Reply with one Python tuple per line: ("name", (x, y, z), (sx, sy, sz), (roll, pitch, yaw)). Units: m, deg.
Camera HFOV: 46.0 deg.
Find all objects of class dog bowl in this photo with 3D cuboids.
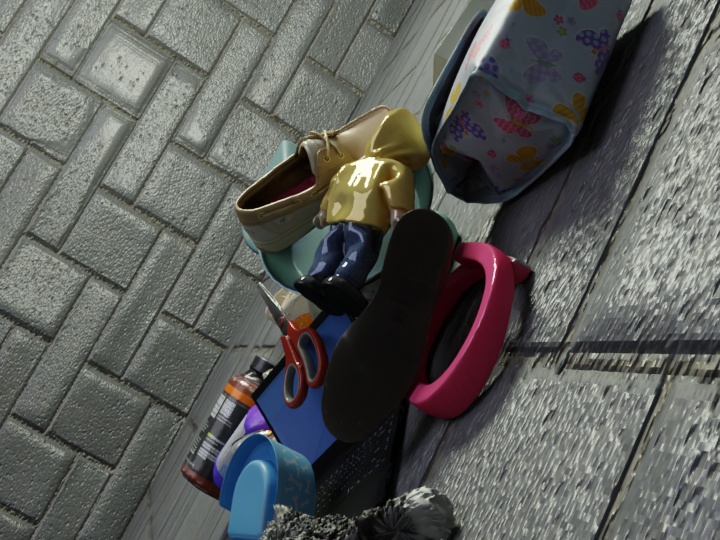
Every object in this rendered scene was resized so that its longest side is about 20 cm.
("dog bowl", (-0.088, 0.251, 0.755), (0.111, 0.049, 0.204), (-20, 58, 53))

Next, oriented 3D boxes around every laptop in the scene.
("laptop", (-0.048, 0.161, 0.795), (0.178, 0.102, 0.201), (-50, 12, 33))

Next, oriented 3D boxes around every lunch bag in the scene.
("lunch bag", (0.139, -0.170, 0.780), (0.172, 0.126, 0.200), (-63, 2, -20))

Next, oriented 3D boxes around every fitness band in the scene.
("fitness band", (0.078, 0.047, 0.709), (0.145, 0.037, 0.200), (-61, 9, -1))

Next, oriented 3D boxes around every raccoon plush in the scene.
("raccoon plush", (-0.004, 0.207, 0.634), (0.197, 0.098, 0.134), (-26, 8, 15))

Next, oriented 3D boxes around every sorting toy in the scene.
("sorting toy", (-0.039, 0.025, 1.204), (0.181, 0.106, 0.200), (-54, 9, -6))

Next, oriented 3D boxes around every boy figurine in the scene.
("boy figurine", (0.005, -0.059, 0.785), (0.123, 0.064, 0.202), (-3, 55, 45))

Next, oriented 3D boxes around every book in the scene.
("book", (0.128, -0.222, 0.945), (0.135, 0.048, 0.201), (-58, -18, -17))

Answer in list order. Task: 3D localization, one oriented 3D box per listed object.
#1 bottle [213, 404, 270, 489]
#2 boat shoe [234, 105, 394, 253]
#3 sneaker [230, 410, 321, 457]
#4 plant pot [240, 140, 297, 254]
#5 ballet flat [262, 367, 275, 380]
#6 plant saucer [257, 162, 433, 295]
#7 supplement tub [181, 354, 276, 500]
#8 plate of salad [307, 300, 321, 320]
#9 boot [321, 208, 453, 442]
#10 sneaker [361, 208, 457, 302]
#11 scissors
("bottle", (-0.112, 0.208, 1.064), (0.201, 0.083, 0.066), (-53, 11, 30))
("boat shoe", (-0.039, -0.100, 0.843), (0.199, 0.069, 0.074), (-41, 48, -1))
("sneaker", (-0.064, 0.207, 0.922), (0.199, 0.075, 0.093), (-36, 55, 39))
("plant pot", (-0.113, -0.090, 1.631), (0.197, 0.194, 0.201), (-55, 19, 23))
("ballet flat", (-0.039, 0.100, 0.897), (0.199, 0.072, 0.072), (-31, 26, 36))
("plant saucer", (-0.012, -0.052, 0.865), (0.197, 0.036, 0.203), (-15, 52, 20))
("supplement tub", (-0.168, 0.227, 1.227), (0.202, 0.106, 0.107), (-61, 10, -7))
("plate of salad", (-0.004, -0.024, 1.022), (0.199, 0.048, 0.203), (-39, -36, -35))
("boot", (0.031, 0.052, 0.721), (0.203, 0.073, 0.075), (-65, -17, -1))
("sneaker", (0.000, 0.000, 0.924), (0.202, 0.139, 0.078), (-58, 10, 5))
("scissors", (-0.071, 0.055, 0.868), (0.074, 0.014, 0.201), (-57, 33, 28))
